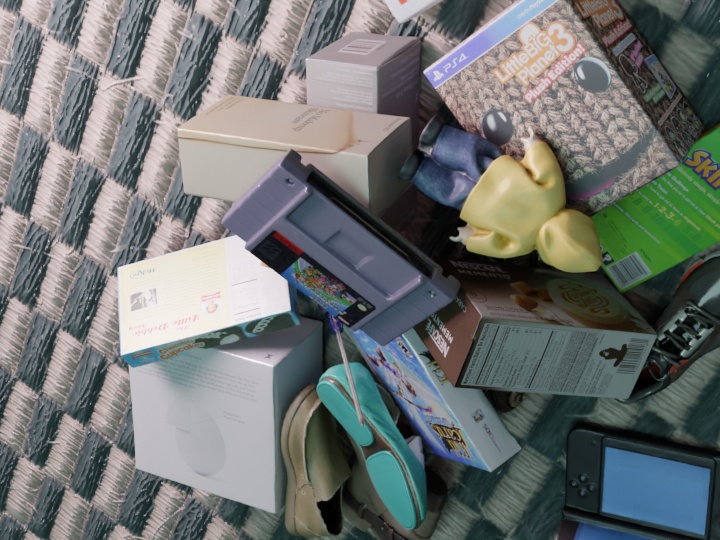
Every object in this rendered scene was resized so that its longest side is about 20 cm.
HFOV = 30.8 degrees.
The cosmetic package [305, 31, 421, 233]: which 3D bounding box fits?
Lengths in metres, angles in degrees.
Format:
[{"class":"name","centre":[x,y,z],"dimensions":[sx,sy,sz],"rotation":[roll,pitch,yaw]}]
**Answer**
[{"class":"cosmetic package","centre":[0.004,-0.129,1.321],"dimensions":[0.090,0.107,0.200],"rotation":[10,120,24]}]

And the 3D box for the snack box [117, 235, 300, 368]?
[{"class":"snack box","centre":[-0.170,0.028,1.450],"dimensions":[0.200,0.116,0.037],"rotation":[-15,147,10]}]

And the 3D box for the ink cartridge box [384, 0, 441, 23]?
[{"class":"ink cartridge box","centre":[0.072,-0.346,1.210],"dimensions":[0.200,0.050,0.162],"rotation":[-28,100,39]}]

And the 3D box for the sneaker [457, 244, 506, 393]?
[{"class":"sneaker","centre":[0.106,0.055,1.371],"dimensions":[0.080,0.086,0.200],"rotation":[14,120,23]}]

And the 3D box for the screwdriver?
[{"class":"screwdriver","centre":[-0.020,0.082,1.421],"dimensions":[0.028,0.029,0.200],"rotation":[-21,63,8]}]

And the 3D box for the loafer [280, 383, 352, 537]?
[{"class":"loafer","centre":[-0.045,0.219,1.486],"dimensions":[0.067,0.076,0.200],"rotation":[15,122,25]}]

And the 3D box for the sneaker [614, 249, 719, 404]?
[{"class":"sneaker","centre":[0.314,0.067,1.269],"dimensions":[0.077,0.082,0.200],"rotation":[38,126,6]}]

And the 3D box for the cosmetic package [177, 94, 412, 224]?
[{"class":"cosmetic package","centre":[-0.061,-0.107,1.239],"dimensions":[0.200,0.104,0.073],"rotation":[9,120,23]}]

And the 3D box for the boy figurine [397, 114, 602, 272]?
[{"class":"boy figurine","centre":[0.137,-0.067,1.185],"dimensions":[0.200,0.064,0.124],"rotation":[30,97,7]}]

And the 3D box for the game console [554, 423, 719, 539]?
[{"class":"game console","centre":[0.295,0.275,1.363],"dimensions":[0.200,0.118,0.171],"rotation":[9,119,23]}]

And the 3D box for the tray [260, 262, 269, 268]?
[{"class":"tray","centre":[0.000,0.000,1.337],"dimensions":[0.200,0.099,0.037],"rotation":[10,85,47]}]

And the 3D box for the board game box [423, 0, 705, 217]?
[{"class":"board game box","centre":[0.189,-0.158,1.213],"dimensions":[0.159,0.097,0.200],"rotation":[-33,97,36]}]

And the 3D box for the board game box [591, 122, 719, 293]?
[{"class":"board game box","centre":[0.303,-0.061,1.245],"dimensions":[0.200,0.030,0.096],"rotation":[-32,98,38]}]

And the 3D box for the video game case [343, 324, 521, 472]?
[{"class":"video game case","centre":[0.069,0.118,1.379],"dimensions":[0.181,0.045,0.200],"rotation":[55,166,-7]}]

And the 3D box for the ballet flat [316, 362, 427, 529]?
[{"class":"ballet flat","centre":[0.030,0.184,1.434],"dimensions":[0.200,0.070,0.067],"rotation":[58,144,-3]}]

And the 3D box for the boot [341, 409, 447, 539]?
[{"class":"boot","centre":[0.013,0.240,1.532],"dimensions":[0.200,0.070,0.146],"rotation":[49,137,11]}]

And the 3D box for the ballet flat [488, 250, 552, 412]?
[{"class":"ballet flat","centre":[0.170,0.061,1.356],"dimensions":[0.046,0.067,0.200],"rotation":[18,116,29]}]

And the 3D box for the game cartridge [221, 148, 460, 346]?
[{"class":"game cartridge","centre":[-0.021,-0.014,1.201],"dimensions":[0.200,0.038,0.130],"rotation":[38,138,-12]}]

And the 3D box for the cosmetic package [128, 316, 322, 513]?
[{"class":"cosmetic package","centre":[-0.156,0.146,1.535],"dimensions":[0.199,0.123,0.200],"rotation":[14,121,23]}]

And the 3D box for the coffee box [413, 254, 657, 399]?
[{"class":"coffee box","centre":[0.164,0.055,1.251],"dimensions":[0.200,0.114,0.080],"rotation":[7,117,-26]}]
